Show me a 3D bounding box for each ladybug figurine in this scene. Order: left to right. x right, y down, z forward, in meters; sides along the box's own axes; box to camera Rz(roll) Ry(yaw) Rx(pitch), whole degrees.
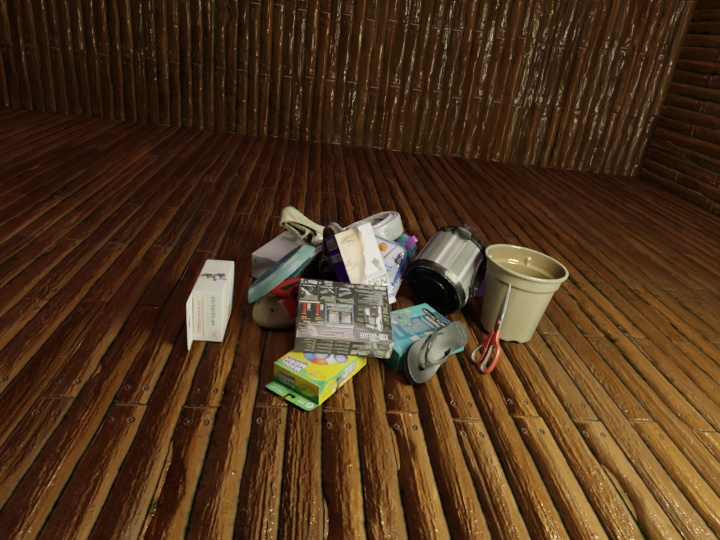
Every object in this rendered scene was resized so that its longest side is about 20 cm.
[{"bbox_3d":[-0.170,0.069,1.230,0.133,0.074,0.199,19,27,25],"label":"ladybug figurine"}]

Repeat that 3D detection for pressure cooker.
[{"bbox_3d":[0.231,-0.015,1.334,0.174,0.180,0.201,-11,32,53],"label":"pressure cooker"}]

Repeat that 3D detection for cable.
[{"bbox_3d":[0.035,-0.115,1.593,0.197,0.071,0.199,-27,17,-17],"label":"cable"}]

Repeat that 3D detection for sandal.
[{"bbox_3d":[0.161,0.161,1.088,0.199,0.077,0.043,-33,0,-36],"label":"sandal"}]

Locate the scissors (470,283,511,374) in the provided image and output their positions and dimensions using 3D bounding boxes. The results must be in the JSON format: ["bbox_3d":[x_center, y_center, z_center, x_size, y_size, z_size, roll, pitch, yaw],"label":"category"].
[{"bbox_3d":[0.302,0.127,1.134,0.014,0.203,0.073,30,-2,-28],"label":"scissors"}]

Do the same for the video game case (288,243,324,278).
[{"bbox_3d":[-0.122,-0.027,1.386,0.018,0.143,0.199,47,33,4],"label":"video game case"}]

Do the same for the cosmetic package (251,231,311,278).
[{"bbox_3d":[-0.212,-0.037,1.447,0.099,0.076,0.200,16,28,16],"label":"cosmetic package"}]

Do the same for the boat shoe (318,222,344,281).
[{"bbox_3d":[-0.062,-0.016,1.293,0.071,0.205,0.072,-8,8,39],"label":"boat shoe"}]

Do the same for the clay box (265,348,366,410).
[{"bbox_3d":[-0.083,0.189,1.028,0.113,0.049,0.199,20,27,26],"label":"clay box"}]

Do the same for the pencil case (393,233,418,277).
[{"bbox_3d":[0.112,-0.042,1.524,0.085,0.092,0.200,47,25,-6],"label":"pencil case"}]

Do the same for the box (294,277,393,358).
[{"bbox_3d":[-0.035,0.096,1.071,0.195,0.050,0.160,5,44,-9],"label":"box"}]

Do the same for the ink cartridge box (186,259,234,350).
[{"bbox_3d":[-0.320,0.072,1.127,0.066,0.118,0.201,4,26,-6],"label":"ink cartridge box"}]

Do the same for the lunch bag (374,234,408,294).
[{"bbox_3d":[0.026,-0.010,1.374,0.196,0.076,0.163,20,69,18],"label":"lunch bag"}]

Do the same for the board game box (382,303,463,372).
[{"bbox_3d":[0.117,0.146,1.179,0.196,0.048,0.150,-9,31,-33],"label":"board game box"}]

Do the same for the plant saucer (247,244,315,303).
[{"bbox_3d":[-0.190,0.001,1.214,0.028,0.199,0.200,50,9,-11],"label":"plant saucer"}]

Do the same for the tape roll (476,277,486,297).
[{"bbox_3d":[0.317,0.002,1.528,0.195,0.067,0.201,7,25,-3],"label":"tape roll"}]

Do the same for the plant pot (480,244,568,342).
[{"bbox_3d":[0.375,0.062,1.264,0.195,0.188,0.201,9,24,-4],"label":"plant pot"}]

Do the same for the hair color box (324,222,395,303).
[{"bbox_3d":[0.000,0.000,1.257,0.108,0.204,0.064,-21,2,-31],"label":"hair color box"}]

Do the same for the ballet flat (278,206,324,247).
[{"bbox_3d":[-0.141,-0.103,1.462,0.197,0.070,0.070,30,23,-8],"label":"ballet flat"}]
